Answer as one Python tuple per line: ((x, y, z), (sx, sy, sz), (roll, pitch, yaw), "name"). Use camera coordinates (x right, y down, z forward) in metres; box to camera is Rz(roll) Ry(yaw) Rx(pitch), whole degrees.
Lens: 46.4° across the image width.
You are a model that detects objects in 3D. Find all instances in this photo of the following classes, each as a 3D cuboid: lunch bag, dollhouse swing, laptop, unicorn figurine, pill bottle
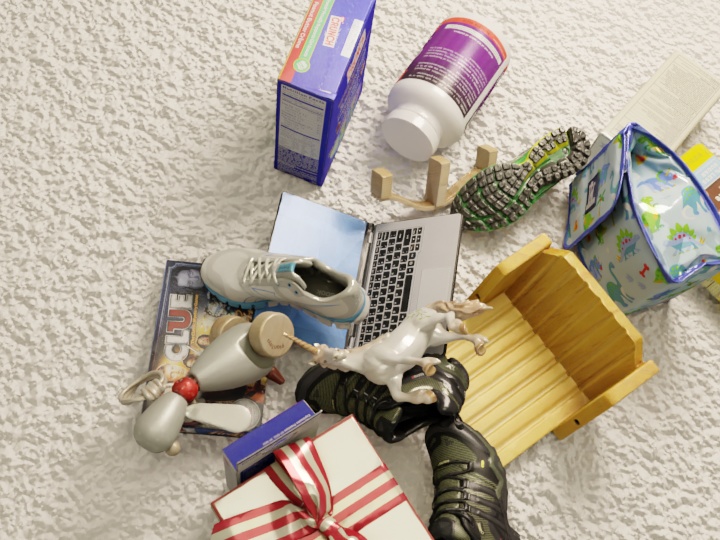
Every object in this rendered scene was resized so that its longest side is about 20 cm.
((0.336, -0.059, 1.034), (0.127, 0.170, 0.200), (-16, 75, -15), "lunch bag")
((0.180, 0.104, 0.959), (0.176, 0.182, 0.200), (-27, 72, -30), "dollhouse swing")
((0.000, 0.000, 0.995), (0.200, 0.116, 0.187), (-6, 61, 32), "laptop")
((0.041, 0.085, 0.896), (0.200, 0.137, 0.074), (-20, 114, -38), "unicorn figurine")
((0.111, -0.244, 1.123), (0.112, 0.112, 0.200), (32, 66, 7), "pill bottle")

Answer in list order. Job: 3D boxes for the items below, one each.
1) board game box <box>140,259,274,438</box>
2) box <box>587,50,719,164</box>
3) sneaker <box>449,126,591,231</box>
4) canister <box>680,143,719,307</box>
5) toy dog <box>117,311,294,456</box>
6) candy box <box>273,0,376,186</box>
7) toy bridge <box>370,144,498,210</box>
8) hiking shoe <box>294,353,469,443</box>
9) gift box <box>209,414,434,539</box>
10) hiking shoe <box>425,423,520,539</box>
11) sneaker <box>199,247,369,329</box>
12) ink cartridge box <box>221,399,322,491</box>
((-0.173, 0.090, 0.980), (0.135, 0.035, 0.200), (5, 66, -5), "board game box")
((0.407, -0.202, 1.163), (0.095, 0.078, 0.200), (42, 68, 11), "box")
((0.208, -0.111, 1.104), (0.200, 0.085, 0.078), (-30, 87, -4), "sneaker")
((0.470, -0.056, 1.104), (0.149, 0.087, 0.200), (-37, 74, -20), "canister")
((-0.147, 0.128, 0.899), (0.200, 0.132, 0.096), (-37, 114, -16), "toy dog")
((-0.046, -0.230, 1.047), (0.077, 0.200, 0.169), (20, 65, 1), "candy box")
((0.099, -0.114, 1.087), (0.200, 0.067, 0.027), (-16, 35, -32), "toy bridge")
((0.018, 0.141, 0.924), (0.200, 0.076, 0.101), (-6, 28, 14), "hiking shoe")
((-0.045, 0.278, 0.831), (0.200, 0.187, 0.185), (-34, 74, -21), "gift box")
((0.112, 0.252, 0.896), (0.101, 0.076, 0.200), (6, 56, -53), "hiking shoe")
((-0.088, 0.005, 0.944), (0.200, 0.087, 0.075), (10, 68, 9), "sneaker")
((-0.092, 0.185, 0.858), (0.095, 0.200, 0.037), (-30, 73, -20), "ink cartridge box")
